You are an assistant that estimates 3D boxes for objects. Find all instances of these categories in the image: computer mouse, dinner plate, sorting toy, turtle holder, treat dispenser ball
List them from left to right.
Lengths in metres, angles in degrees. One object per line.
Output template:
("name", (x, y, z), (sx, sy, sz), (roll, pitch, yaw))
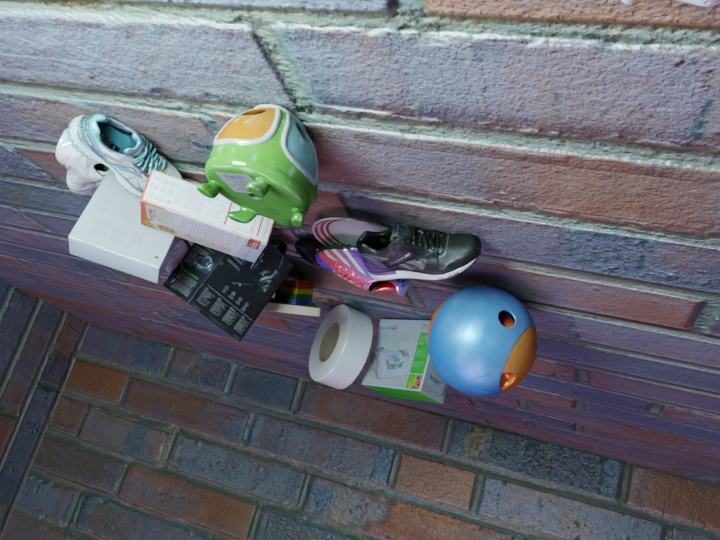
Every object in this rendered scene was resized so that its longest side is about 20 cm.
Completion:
("sorting toy", (-0.192, 0.050, 1.537), (0.198, 0.070, 0.199), (7, 180, -9))
("turtle holder", (-0.109, -0.131, 0.909), (0.185, 0.133, 0.140), (27, 159, -31))
("computer mouse", (-0.121, -0.044, 1.368), (0.199, 0.034, 0.059), (9, 147, 46))
("dinner plate", (0.012, -0.053, 1.215), (0.198, 0.024, 0.200), (16, 164, 5))
("treat dispenser ball", (0.221, 0.128, 1.267), (0.199, 0.203, 0.201), (16, 163, 5))

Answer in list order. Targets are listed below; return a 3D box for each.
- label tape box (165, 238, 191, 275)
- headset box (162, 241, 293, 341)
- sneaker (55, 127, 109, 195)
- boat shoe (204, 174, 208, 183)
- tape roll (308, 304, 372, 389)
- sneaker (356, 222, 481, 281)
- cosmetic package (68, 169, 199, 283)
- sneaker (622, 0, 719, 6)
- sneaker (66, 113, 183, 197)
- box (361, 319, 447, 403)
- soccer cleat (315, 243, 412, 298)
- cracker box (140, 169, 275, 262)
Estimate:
("label tape box", (-0.386, -0.081, 1.315), (0.143, 0.066, 0.201), (47, 167, 42))
("headset box", (-0.244, 0.003, 1.329), (0.092, 0.201, 0.174), (27, 167, 36))
("sneaker", (-0.475, -0.176, 1.225), (0.080, 0.071, 0.200), (19, 162, -5))
("boat shoe", (-0.165, -0.130, 1.080), (0.198, 0.062, 0.075), (9, 161, 24))
("tape roll", (-0.051, 0.188, 1.722), (0.070, 0.204, 0.202), (23, 162, -22))
("sneaker", (0.087, -0.035, 1.090), (0.198, 0.076, 0.088), (-9, 139, 24))
("cosmetic package", (-0.376, -0.091, 1.171), (0.149, 0.201, 0.052), (18, 142, -5))
("sneaker", (0.241, -0.212, 0.431), (0.088, 0.075, 0.199), (32, 167, -40))
("sneaker", (-0.361, -0.178, 1.103), (0.086, 0.078, 0.199), (-6, 152, 45))
("box", (0.123, 0.216, 1.675), (0.096, 0.178, 0.199), (31, 158, -37))
("soccer cleat", (0.000, 0.000, 1.226), (0.198, 0.074, 0.068), (8, 161, 27))
("cracker box", (-0.243, -0.082, 1.098), (0.198, 0.058, 0.134), (20, 163, -13))
